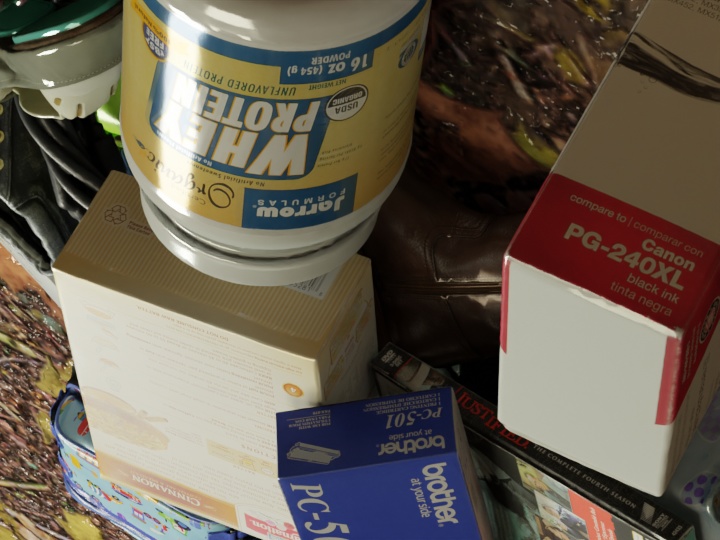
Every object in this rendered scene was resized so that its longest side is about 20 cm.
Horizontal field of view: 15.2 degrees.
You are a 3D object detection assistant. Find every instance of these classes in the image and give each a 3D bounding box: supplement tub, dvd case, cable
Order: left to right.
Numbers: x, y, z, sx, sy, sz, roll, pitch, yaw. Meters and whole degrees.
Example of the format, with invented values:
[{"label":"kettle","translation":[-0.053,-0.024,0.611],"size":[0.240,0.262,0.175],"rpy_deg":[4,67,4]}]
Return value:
[{"label":"cable","translation":[-0.117,-0.089,1.452],"size":[0.163,0.051,0.201],"rpy_deg":[2,109,40]},{"label":"supplement tub","translation":[-0.041,-0.102,1.276],"size":[0.144,0.145,0.200],"rpy_deg":[28,143,17]},{"label":"dvd case","translation":[0.096,0.129,1.421],"size":[0.200,0.022,0.146],"rpy_deg":[29,154,29]}]

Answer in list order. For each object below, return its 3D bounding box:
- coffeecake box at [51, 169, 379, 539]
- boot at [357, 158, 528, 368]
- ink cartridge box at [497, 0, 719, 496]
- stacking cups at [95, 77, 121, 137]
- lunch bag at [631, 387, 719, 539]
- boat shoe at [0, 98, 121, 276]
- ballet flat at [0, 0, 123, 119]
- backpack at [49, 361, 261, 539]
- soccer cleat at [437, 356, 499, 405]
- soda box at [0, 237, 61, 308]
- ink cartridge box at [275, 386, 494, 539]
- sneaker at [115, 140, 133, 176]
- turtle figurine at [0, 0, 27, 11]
[{"label":"coffeecake box","translation":[-0.071,0.056,1.448],"size":[0.153,0.073,0.200],"rpy_deg":[19,146,17]},{"label":"boot","translation":[0.077,-0.035,1.380],"size":[0.199,0.064,0.187],"rpy_deg":[-3,114,36]},{"label":"ink cartridge box","translation":[0.138,-0.030,1.144],"size":[0.083,0.200,0.145],"rpy_deg":[24,153,16]},{"label":"stacking cups","translation":[-0.089,-0.091,1.511],"size":[0.199,0.061,0.061],"rpy_deg":[16,149,28]},{"label":"lunch bag","translation":[0.200,0.133,1.440],"size":[0.169,0.127,0.200],"rpy_deg":[11,151,50]},{"label":"boat shoe","translation":[-0.211,-0.095,1.590],"size":[0.200,0.091,0.071],"rpy_deg":[52,151,-14]},{"label":"ballet flat","translation":[-0.153,-0.108,1.374],"size":[0.200,0.067,0.064],"rpy_deg":[10,127,62]},{"label":"backpack","translation":[-0.113,0.128,1.824],"size":[0.182,0.135,0.200],"rpy_deg":[32,158,11]},{"label":"soccer cleat","translation":[0.052,0.075,1.610],"size":[0.200,0.067,0.081],"rpy_deg":[24,119,51]},{"label":"soda box","translation":[-0.208,-0.051,1.695],"size":[0.200,0.068,0.064],"rpy_deg":[51,168,-29]},{"label":"ink cartridge box","translation":[0.020,0.140,1.418],"size":[0.094,0.044,0.200],"rpy_deg":[-9,141,7]},{"label":"sneaker","translation":[-0.073,-0.029,1.531],"size":[0.200,0.077,0.076],"rpy_deg":[32,119,39]},{"label":"turtle figurine","translation":[-0.167,-0.185,1.362],"size":[0.101,0.150,0.200],"rpy_deg":[31,170,-34]}]
